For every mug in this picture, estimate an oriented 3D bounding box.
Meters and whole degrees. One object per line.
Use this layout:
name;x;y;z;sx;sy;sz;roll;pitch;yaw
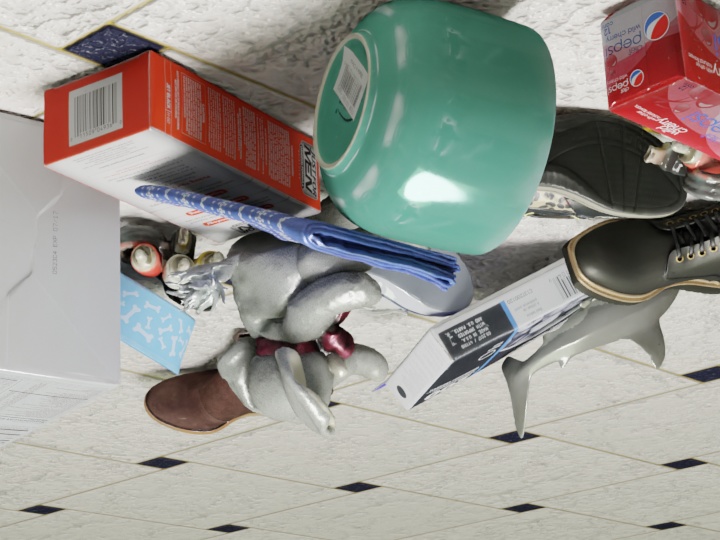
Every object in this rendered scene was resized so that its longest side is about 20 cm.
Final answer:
mug;0.031;-0.090;1.105;0.113;0.154;0.185;11;158;-23

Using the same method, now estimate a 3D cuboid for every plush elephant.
plush elephant;-0.039;0.047;1.328;0.198;0.157;0.164;-20;-161;-21

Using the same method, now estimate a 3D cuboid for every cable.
cable;0.286;-0.086;1.272;0.198;0.097;0.051;2;121;-31
cable;-0.166;0.009;1.491;0.096;0.051;0.200;6;160;-3

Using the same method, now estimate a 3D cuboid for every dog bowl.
dog bowl;-0.195;0.042;1.506;0.111;0.050;0.200;31;174;-3

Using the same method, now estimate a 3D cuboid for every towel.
towel;-0.044;-0.024;1.168;0.144;0.024;0.199;14;180;-41

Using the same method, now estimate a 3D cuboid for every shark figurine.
shark figurine;0.224;0.063;1.548;0.213;0.090;0.128;-33;169;-12

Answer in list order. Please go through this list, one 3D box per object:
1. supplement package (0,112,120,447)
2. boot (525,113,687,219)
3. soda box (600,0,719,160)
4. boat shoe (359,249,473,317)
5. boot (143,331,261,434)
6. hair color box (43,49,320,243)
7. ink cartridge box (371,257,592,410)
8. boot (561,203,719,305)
supplement package;-0.287;0.011;1.286;0.146;0.194;0.199;12;156;-34
boot;0.132;-0.063;1.325;0.201;0.074;0.154;7;162;-16
soda box;0.245;-0.122;1.168;0.063;0.071;0.199;-20;155;40
boat shoe;-0.001;0.004;1.488;0.200;0.076;0.086;13;155;-33
boot;-0.131;0.105;1.803;0.197;0.073;0.167;0;149;-3
hair color box;-0.124;-0.084;1.240;0.101;0.062;0.199;-15;157;29
ink cartridge box;0.123;0.058;1.587;0.197;0.044;0.200;-26;170;-22
boot;0.280;-0.034;1.442;0.198;0.078;0.138;-7;161;-32
